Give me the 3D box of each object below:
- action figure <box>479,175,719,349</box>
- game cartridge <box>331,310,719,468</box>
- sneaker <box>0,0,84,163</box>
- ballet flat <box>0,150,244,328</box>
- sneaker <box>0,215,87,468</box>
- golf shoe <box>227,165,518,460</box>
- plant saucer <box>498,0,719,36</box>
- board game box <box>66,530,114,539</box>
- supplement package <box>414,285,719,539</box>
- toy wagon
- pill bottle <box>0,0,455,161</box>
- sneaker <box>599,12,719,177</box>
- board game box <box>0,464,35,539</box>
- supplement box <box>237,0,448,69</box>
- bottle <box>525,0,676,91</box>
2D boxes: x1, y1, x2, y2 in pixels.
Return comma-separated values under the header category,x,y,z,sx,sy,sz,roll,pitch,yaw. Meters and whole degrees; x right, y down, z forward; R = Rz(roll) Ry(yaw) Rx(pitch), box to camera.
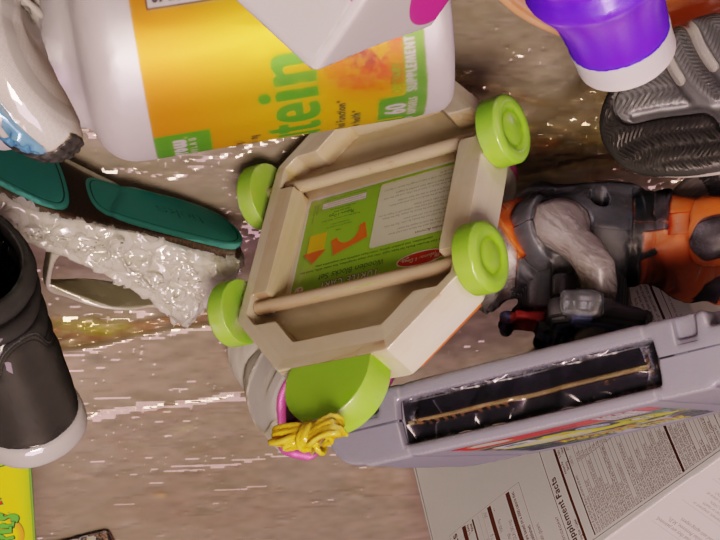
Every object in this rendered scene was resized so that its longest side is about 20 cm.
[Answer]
category,x,y,z,sx,sy,sz,roll,pitch,yaw
action figure,0.131,-0.007,0.905,0.192,0.105,0.200,-6,170,-6
game cartridge,0.101,0.057,0.842,0.199,0.041,0.133,-16,171,27
sneaker,-0.148,-0.138,0.716,0.086,0.201,0.075,-29,172,0
ballet flat,-0.147,-0.020,0.880,0.199,0.072,0.072,23,123,-28
sneaker,-0.198,-0.001,0.826,0.071,0.200,0.100,-34,139,-30
golf shoe,0.013,0.019,0.945,0.075,0.092,0.200,28,118,-31
plant saucer,0.134,-0.192,0.820,0.199,0.038,0.201,-7,133,-7
board game box,-0.163,0.284,1.066,0.096,0.201,0.160,-15,134,0
supplement package,0.172,0.136,1.047,0.200,0.147,0.191,-39,128,21
toy wagon,0.000,0.000,0.845,0.155,0.201,0.040,-13,141,36
pill bottle,-0.066,-0.108,0.797,0.199,0.111,0.111,-10,133,-4
sneaker,0.207,-0.090,0.878,0.199,0.075,0.116,-27,167,1
board game box,-0.195,0.090,0.951,0.047,0.102,0.201,-3,132,-11
supplement box,-0.040,-0.182,0.673,0.101,0.200,0.103,-52,167,30
bottle,0.085,-0.162,0.766,0.083,0.065,0.200,-20,133,11
